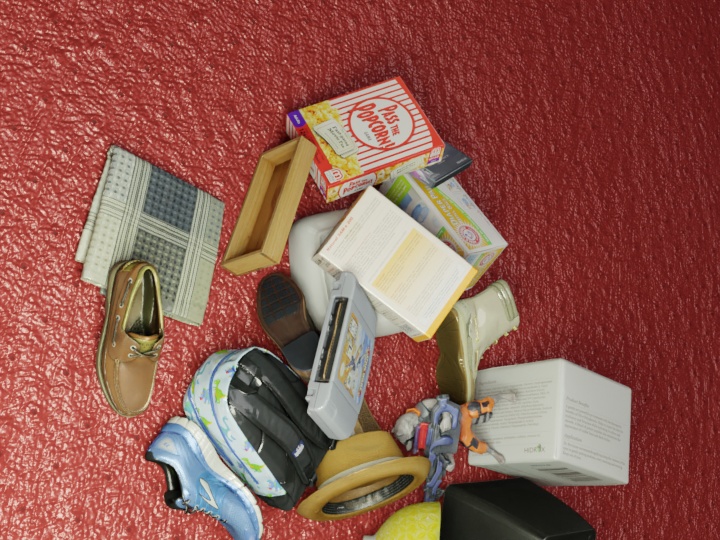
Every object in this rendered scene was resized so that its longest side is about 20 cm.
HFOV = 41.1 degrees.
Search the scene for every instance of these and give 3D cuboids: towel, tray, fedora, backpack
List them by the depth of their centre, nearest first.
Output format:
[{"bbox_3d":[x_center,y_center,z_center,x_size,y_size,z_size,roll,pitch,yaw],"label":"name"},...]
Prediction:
[{"bbox_3d":[-0.139,0.193,1.280,0.163,0.154,0.200,-60,140,-32],"label":"backpack"},{"bbox_3d":[-0.277,-0.041,1.286,0.192,0.035,0.200,28,59,-38],"label":"towel"},{"bbox_3d":[-0.001,0.283,1.350,0.200,0.201,0.082,7,52,-41],"label":"fedora"},{"bbox_3d":[-0.130,-0.093,1.381,0.037,0.099,0.200,36,57,-32],"label":"tray"}]

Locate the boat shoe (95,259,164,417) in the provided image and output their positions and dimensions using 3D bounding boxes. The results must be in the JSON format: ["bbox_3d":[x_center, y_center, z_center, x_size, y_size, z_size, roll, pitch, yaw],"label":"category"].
[{"bbox_3d":[-0.282,0.087,1.191,0.072,0.068,0.200,-5,96,-39],"label":"boat shoe"}]

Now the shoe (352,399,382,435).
[{"bbox_3d":[-0.004,0.251,1.443,0.200,0.053,0.070,69,25,-9],"label":"shoe"}]

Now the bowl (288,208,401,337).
[{"bbox_3d":[0.000,0.000,1.432,0.199,0.075,0.200,-7,83,-13],"label":"bowl"}]

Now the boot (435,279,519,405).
[{"bbox_3d":[0.198,0.126,1.597,0.155,0.072,0.200,-25,120,-37],"label":"boot"}]

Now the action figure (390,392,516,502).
[{"bbox_3d":[0.139,0.268,1.531,0.193,0.105,0.200,6,113,-20],"label":"action figure"}]

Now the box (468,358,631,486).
[{"bbox_3d":[0.322,0.263,1.630,0.199,0.200,0.172,23,66,-36],"label":"box"}]

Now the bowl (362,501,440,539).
[{"bbox_3d":[0.053,0.429,1.385,0.108,0.200,0.200,5,69,4],"label":"bowl"}]

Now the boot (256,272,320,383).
[{"bbox_3d":[-0.091,0.095,1.368,0.097,0.075,0.200,68,-4,-48],"label":"boot"}]

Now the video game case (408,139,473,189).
[{"bbox_3d":[0.071,-0.209,1.560,0.200,0.019,0.143,36,35,15],"label":"video game case"}]

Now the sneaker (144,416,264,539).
[{"bbox_3d":[-0.205,0.288,1.234,0.089,0.079,0.200,-43,100,-33],"label":"sneaker"}]

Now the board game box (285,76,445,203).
[{"bbox_3d":[0.006,-0.204,1.476,0.200,0.046,0.152,-22,64,-17],"label":"board game box"}]

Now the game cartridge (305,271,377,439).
[{"bbox_3d":[-0.021,0.119,1.299,0.133,0.041,0.200,55,42,-54],"label":"game cartridge"}]

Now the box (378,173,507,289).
[{"bbox_3d":[0.122,-0.071,1.544,0.101,0.113,0.200,-13,59,-44],"label":"box"}]

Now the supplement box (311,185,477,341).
[{"bbox_3d":[0.047,-0.008,1.367,0.200,0.074,0.126,38,77,-5],"label":"supplement box"}]

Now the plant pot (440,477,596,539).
[{"bbox_3d":[0.249,0.449,1.493,0.199,0.177,0.200,7,92,-41],"label":"plant pot"}]
